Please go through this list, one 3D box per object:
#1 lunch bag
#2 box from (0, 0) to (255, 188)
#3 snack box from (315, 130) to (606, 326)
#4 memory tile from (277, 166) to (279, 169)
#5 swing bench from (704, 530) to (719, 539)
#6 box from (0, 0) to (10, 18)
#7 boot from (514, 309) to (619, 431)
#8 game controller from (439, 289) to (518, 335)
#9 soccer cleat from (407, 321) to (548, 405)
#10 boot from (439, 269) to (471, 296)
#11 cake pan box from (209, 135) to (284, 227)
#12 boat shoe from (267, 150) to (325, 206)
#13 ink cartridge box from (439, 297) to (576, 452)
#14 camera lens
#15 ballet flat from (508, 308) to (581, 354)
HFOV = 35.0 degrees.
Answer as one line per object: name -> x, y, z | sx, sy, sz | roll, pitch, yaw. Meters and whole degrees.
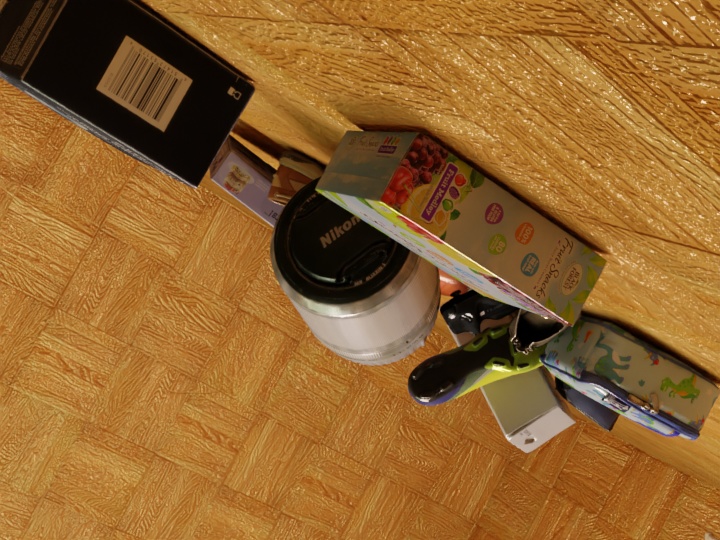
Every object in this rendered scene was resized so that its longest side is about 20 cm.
lunch bag -> 0.305, 0.121, 1.303 | 0.159, 0.083, 0.200 | 28, 178, -13
box -> -0.239, -0.189, 1.097 | 0.196, 0.118, 0.199 | 32, 177, -33
snack box -> 0.079, -0.039, 0.953 | 0.199, 0.068, 0.168 | 33, 176, -21
memory tile -> -0.017, -0.090, 1.524 | 0.153, 0.017, 0.199 | 33, 177, -39
swing bench -> 0.703, 0.471, 2.001 | 0.129, 0.202, 0.199 | 30, 177, -1
box -> -0.328, -0.249, 1.266 | 0.192, 0.048, 0.200 | 31, -169, -32
boot -> 0.264, 0.118, 1.438 | 0.198, 0.098, 0.075 | 30, 178, -1
game controller -> 0.145, 0.037, 1.322 | 0.042, 0.104, 0.200 | 57, -178, 10
soccer cleat -> 0.152, 0.114, 1.427 | 0.084, 0.198, 0.065 | 45, -156, -76
boot -> 0.105, 0.007, 1.437 | 0.106, 0.076, 0.200 | 25, 176, 1
cake pan box -> -0.109, -0.095, 1.504 | 0.199, 0.052, 0.184 | 37, -172, -16
boat shoe -> -0.025, -0.070, 1.368 | 0.199, 0.074, 0.076 | 29, 177, 23
ink cartridge box -> 0.199, 0.129, 1.525 | 0.202, 0.083, 0.145 | 63, -169, 23
camera lens -> 0.000, 0.000, 1.214 | 0.159, 0.161, 0.200 | 28, 166, 22
ballet flat -> 0.201, 0.056, 1.288 | 0.067, 0.047, 0.200 | 33, 165, 5
